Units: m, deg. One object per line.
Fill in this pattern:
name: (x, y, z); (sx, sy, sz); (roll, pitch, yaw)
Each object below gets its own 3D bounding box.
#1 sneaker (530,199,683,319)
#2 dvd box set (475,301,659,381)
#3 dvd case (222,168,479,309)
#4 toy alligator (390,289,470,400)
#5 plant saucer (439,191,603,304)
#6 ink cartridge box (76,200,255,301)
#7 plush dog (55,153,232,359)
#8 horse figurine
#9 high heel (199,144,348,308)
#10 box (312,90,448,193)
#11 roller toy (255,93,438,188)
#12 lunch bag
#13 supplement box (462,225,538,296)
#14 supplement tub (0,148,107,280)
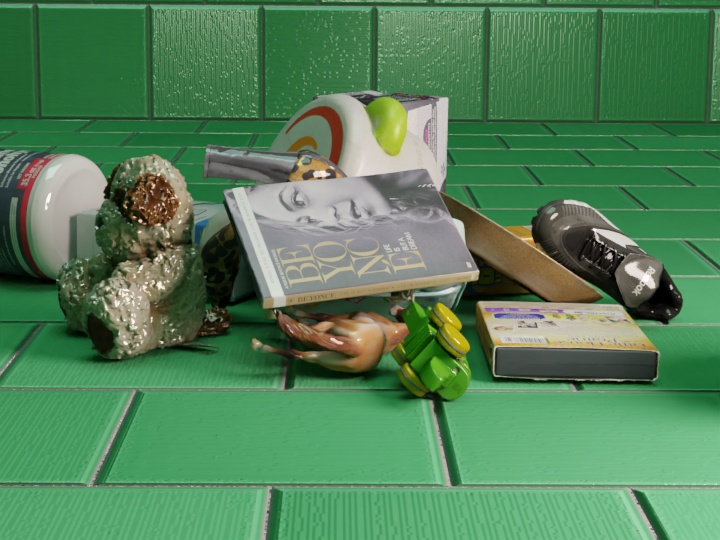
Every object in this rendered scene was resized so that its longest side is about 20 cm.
sneaker: (0.252, -0.007, 1.591); (0.199, 0.067, 0.090); (32, 3, -35)
dvd box set: (0.183, 0.062, 1.468); (0.144, 0.030, 0.200); (1, 10, -1)
dvd case: (-0.011, -0.032, 1.434); (0.198, 0.016, 0.149); (-7, 44, -16)
toy alligator: (0.063, 0.063, 1.371); (0.054, 0.059, 0.200); (40, 13, -19)
plant saucer: (0.150, -0.012, 1.612); (0.199, 0.036, 0.200); (33, 2, -1)
ink cartridge box: (-0.191, -0.026, 1.768); (0.198, 0.087, 0.146); (7, 13, 24)
plush dog: (-0.196, -0.021, 1.505); (0.159, 0.174, 0.200); (-3, 11, -20)
horse figurine: (-0.017, 0.056, 1.427); (0.131, 0.051, 0.200); (10, 6, 14)
high heel: (-0.087, -0.031, 1.583); (0.141, 0.202, 0.072); (6, 38, -1)
box: (0.024, -0.099, 1.842); (0.114, 0.203, 0.132); (9, 13, 33)
roller toy: (-0.013, -0.077, 1.681); (0.139, 0.184, 0.199); (27, -17, -33)
lunch bag: (0.000, 0.000, 1.527); (0.197, 0.078, 0.161); (-2, -15, -7)
supplement box: (0.142, -0.010, 1.748); (0.197, 0.067, 0.069); (-3, 14, -16)
supplement tub: (-0.393, -0.066, 1.812); (0.198, 0.142, 0.140); (6, 12, 26)
